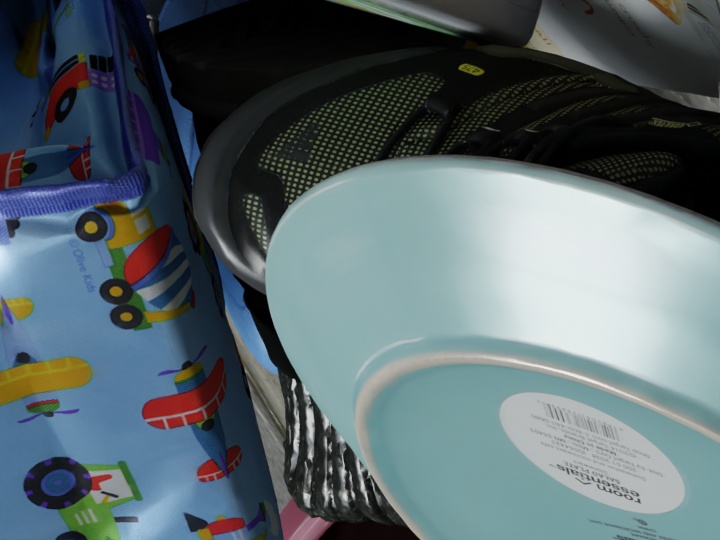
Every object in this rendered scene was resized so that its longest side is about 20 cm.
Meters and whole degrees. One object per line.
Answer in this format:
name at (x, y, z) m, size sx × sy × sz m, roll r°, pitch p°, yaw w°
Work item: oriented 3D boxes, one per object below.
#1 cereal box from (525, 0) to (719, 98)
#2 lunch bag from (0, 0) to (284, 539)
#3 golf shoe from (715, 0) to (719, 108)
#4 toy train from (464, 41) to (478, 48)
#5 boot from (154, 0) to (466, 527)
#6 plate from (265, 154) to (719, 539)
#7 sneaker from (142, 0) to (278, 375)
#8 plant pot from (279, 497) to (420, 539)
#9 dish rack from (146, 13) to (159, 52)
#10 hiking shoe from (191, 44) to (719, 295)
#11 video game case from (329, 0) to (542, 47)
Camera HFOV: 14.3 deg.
cereal box at (0.050, -0.105, 0.650) m, size 0.144 × 0.039 × 0.200 m, roll 54°, pitch 169°, yaw -18°
lunch bag at (-0.080, -0.014, 0.789) m, size 0.201 × 0.093 × 0.151 m, roll -93°, pitch -11°, yaw -53°
golf shoe at (0.114, -0.020, 0.530) m, size 0.200 × 0.094 × 0.078 m, roll 53°, pitch 167°, yaw -13°
toy train at (0.038, -0.018, 0.928) m, size 0.150 × 0.056 × 0.200 m, roll 51°, pitch 168°, yaw 2°
boot at (0.002, -0.001, 0.804) m, size 0.211 × 0.079 × 0.159 m, roll -132°, pitch 25°, yaw -82°
plate at (0.063, 0.050, 0.591) m, size 0.199 × 0.026 × 0.201 m, roll 25°, pitch 155°, yaw 13°
sneaker at (-0.059, -0.047, 0.968) m, size 0.066 × 0.078 × 0.201 m, roll 96°, pitch 161°, yaw -61°
plant pot at (0.048, 0.136, 1.074) m, size 0.200 × 0.200 × 0.179 m, roll 53°, pitch -177°, yaw -10°
dish rack at (-0.114, -0.043, 0.872) m, size 0.153 × 0.054 × 0.201 m, roll 32°, pitch -123°, yaw -65°
hiking shoe at (0.045, -0.014, 0.626) m, size 0.199 × 0.076 × 0.101 m, roll 8°, pitch 178°, yaw 22°
video game case at (-0.079, -0.094, 0.645) m, size 0.181 × 0.022 × 0.200 m, roll 19°, pitch -175°, yaw 29°
